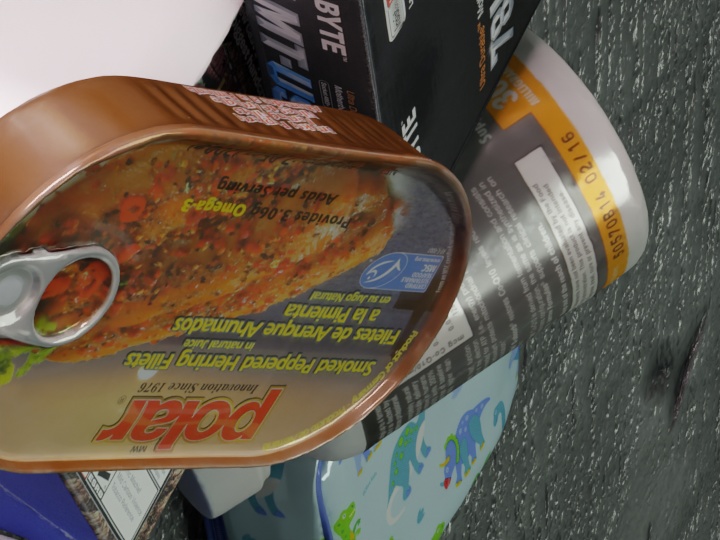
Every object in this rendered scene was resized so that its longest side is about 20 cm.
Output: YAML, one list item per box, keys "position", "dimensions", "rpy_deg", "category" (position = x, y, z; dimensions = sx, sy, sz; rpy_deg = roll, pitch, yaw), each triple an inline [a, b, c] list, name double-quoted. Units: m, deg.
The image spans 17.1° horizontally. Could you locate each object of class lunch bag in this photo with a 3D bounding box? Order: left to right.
- position: [0.003, 0.053, 1.071]
  dimensions: [0.200, 0.082, 0.161]
  rpy_deg: [-56, 152, -36]
  category: "lunch bag"

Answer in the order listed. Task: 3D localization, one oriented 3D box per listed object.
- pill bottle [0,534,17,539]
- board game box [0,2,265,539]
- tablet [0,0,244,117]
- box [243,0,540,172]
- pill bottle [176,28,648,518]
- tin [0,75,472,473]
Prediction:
- position: [-0.107, 0.160, 0.849]
  dimensions: [0.200, 0.112, 0.112]
  rpy_deg: [36, 71, -65]
  category: "pill bottle"
- position: [-0.092, -0.033, 0.779]
  dimensions: [0.200, 0.097, 0.159]
  rpy_deg: [-62, 154, -27]
  category: "board game box"
- position: [-0.081, -0.130, 0.715]
  dimensions: [0.200, 0.130, 0.014]
  rpy_deg: [-62, 180, -26]
  category: "tablet"
- position: [0.028, -0.131, 0.767]
  dimensions: [0.200, 0.050, 0.199]
  rpy_deg: [79, 33, -61]
  category: "box"
- position: [0.000, 0.000, 0.904]
  dimensions: [0.200, 0.116, 0.116]
  rpy_deg: [-33, 143, -13]
  category: "pill bottle"
- position: [-0.047, 0.004, 0.681]
  dimensions: [0.200, 0.042, 0.112]
  rpy_deg: [5, 115, -51]
  category: "tin"
